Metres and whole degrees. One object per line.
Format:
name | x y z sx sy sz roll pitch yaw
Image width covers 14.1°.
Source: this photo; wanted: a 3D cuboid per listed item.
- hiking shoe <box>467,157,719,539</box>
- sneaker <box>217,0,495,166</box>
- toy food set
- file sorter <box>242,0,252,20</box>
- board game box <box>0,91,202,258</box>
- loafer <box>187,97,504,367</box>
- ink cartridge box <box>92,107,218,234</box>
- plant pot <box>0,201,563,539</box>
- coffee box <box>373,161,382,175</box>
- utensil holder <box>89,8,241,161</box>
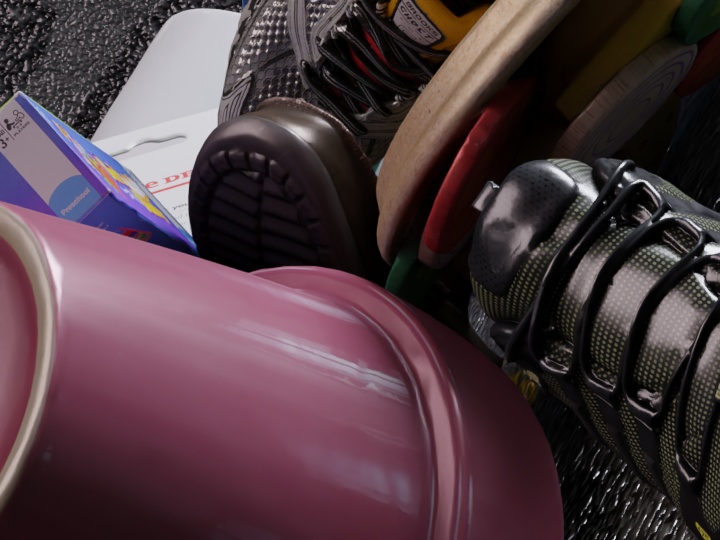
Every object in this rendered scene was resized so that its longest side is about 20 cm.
hiking shoe | 0.069 0.020 0.672 0.076 0.100 0.200 -62 8 2
sneaker | 0.014 -0.092 0.969 0.200 0.078 0.082 -48 9 30
toy food set | 0.078 -0.063 0.911 0.200 0.049 0.198 -48 -12 20
file sorter | 0.023 -0.120 1.081 0.139 0.122 0.201 -77 -12 -63
board game box | -0.150 0.038 0.945 0.200 0.045 0.134 -43 -13 1
loafer | 0.000 0.000 1.003 0.071 0.073 0.200 -54 -32 -21
ink cartridge box | -0.070 0.010 1.231 0.200 0.115 0.068 -118 14 -58
plant pot | -0.070 0.073 0.832 0.200 0.179 0.201 -22 53 32
coffee box | 0.043 -0.090 1.264 0.200 0.044 0.123 -63 5 -5
utensil holder | -0.073 0.000 1.389 0.200 0.170 0.170 -63 8 -19
